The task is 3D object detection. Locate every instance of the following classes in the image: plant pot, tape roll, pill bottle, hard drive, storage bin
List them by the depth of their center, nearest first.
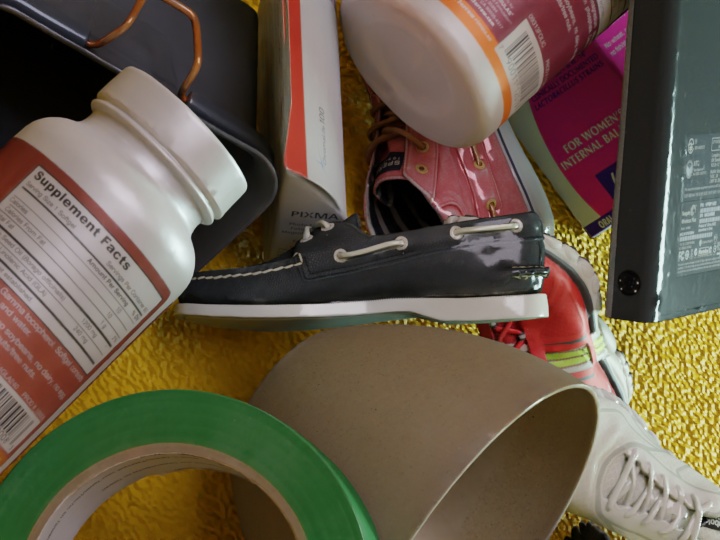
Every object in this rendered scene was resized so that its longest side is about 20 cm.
[{"bbox_3d":[-0.087,0.159,1.302,0.048,0.200,0.201,49,25,-72],"label":"tape roll"},{"bbox_3d":[-0.153,0.000,1.323,0.200,0.112,0.112,-45,100,-12],"label":"pill bottle"},{"bbox_3d":[0.010,0.105,1.422,0.134,0.201,0.200,36,42,21],"label":"plant pot"},{"bbox_3d":[-0.137,-0.114,1.442,0.200,0.145,0.135,29,42,-24],"label":"storage bin"},{"bbox_3d":[0.093,-0.172,1.552,0.200,0.114,0.114,-43,97,-24],"label":"pill bottle"},{"bbox_3d":[0.188,-0.076,1.572,0.139,0.033,0.201,-8,104,-60],"label":"hard drive"}]

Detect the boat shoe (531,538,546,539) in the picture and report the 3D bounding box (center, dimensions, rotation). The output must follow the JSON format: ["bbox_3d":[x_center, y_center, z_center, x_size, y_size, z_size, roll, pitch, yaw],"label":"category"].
[{"bbox_3d":[0.049,0.226,1.418,0.200,0.072,0.060,-46,103,-14],"label":"boat shoe"}]

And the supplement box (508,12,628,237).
[{"bbox_3d":[0.139,-0.139,1.691,0.103,0.101,0.200,-38,93,-42],"label":"supplement box"}]

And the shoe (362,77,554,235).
[{"bbox_3d":[0.033,-0.081,1.597,0.091,0.071,0.201,-29,90,-47],"label":"shoe"}]

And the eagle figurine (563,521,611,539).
[{"bbox_3d":[0.160,0.240,1.489,0.150,0.152,0.200,11,43,12],"label":"eagle figurine"}]

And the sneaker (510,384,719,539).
[{"bbox_3d":[0.161,0.125,1.547,0.200,0.081,0.075,32,88,-42],"label":"sneaker"}]

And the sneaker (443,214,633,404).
[{"bbox_3d":[0.097,0.047,1.544,0.200,0.077,0.085,55,51,-40],"label":"sneaker"}]

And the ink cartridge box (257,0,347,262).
[{"bbox_3d":[-0.027,-0.109,1.482,0.057,0.200,0.163,2,64,-10],"label":"ink cartridge box"}]

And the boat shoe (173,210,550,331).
[{"bbox_3d":[0.000,0.000,1.457,0.199,0.076,0.061,-1,86,-4],"label":"boat shoe"}]
